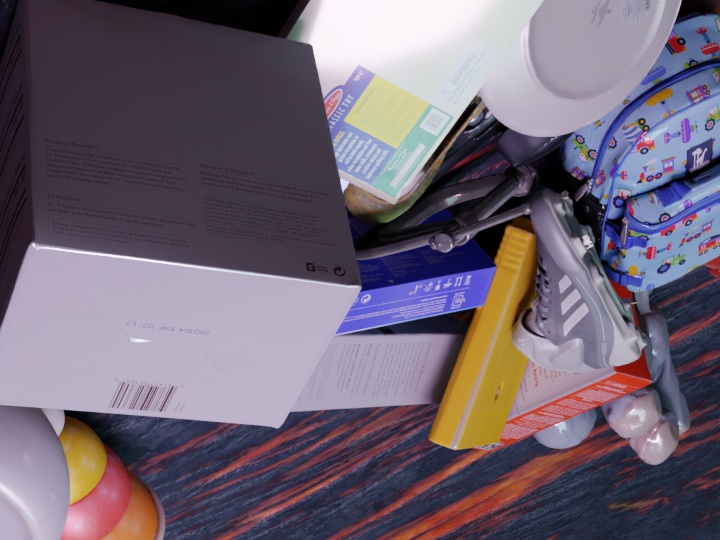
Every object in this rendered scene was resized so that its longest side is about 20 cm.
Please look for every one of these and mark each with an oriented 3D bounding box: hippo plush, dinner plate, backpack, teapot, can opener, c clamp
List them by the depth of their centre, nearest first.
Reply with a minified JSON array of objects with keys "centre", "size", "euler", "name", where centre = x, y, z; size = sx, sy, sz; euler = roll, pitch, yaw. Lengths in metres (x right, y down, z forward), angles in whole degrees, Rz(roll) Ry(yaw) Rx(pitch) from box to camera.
[{"centre":[0.161,-0.184,1.119],"size":[0.199,0.024,0.201],"euler":[-21,128,-29],"name":"dinner plate"},{"centre":[-0.301,0.141,1.186],"size":[0.199,0.147,0.198],"euler":[-22,125,23],"name":"teapot"},{"centre":[0.079,-0.044,1.210],"size":[0.170,0.027,0.200],"euler":[-17,-169,25],"name":"c clamp"},{"centre":[0.074,-0.099,1.216],"size":[0.199,0.079,0.063],"euler":[-30,160,21],"name":"can opener"},{"centre":[0.252,-0.103,1.294],"size":[0.182,0.135,0.200],"euler":[-23,148,-13],"name":"backpack"},{"centre":[0.220,0.098,1.566],"size":[0.160,0.201,0.159],"euler":[-12,174,26],"name":"hippo plush"}]

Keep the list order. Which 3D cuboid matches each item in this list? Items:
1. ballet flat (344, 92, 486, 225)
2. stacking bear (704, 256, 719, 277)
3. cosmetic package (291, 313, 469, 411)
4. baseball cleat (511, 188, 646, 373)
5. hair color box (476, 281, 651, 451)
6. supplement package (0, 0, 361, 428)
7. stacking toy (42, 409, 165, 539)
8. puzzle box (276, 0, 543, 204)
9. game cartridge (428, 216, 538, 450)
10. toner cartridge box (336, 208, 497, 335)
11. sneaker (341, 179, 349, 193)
[{"centre":[0.041,-0.106,1.161],"size":[0.070,0.071,0.200],"euler":[6,132,-46],"name":"ballet flat"},{"centre":[0.361,-0.071,1.471],"size":[0.113,0.122,0.200],"euler":[-18,157,-24],"name":"stacking bear"},{"centre":[-0.006,0.064,1.342],"size":[0.199,0.102,0.074],"euler":[-1,114,-43],"name":"cosmetic package"},{"centre":[0.159,0.022,1.289],"size":[0.106,0.070,0.200],"euler":[-22,128,18],"name":"baseball cleat"},{"centre":[0.168,0.089,1.491],"size":[0.061,0.102,0.200],"euler":[16,147,-43],"name":"hair color box"},{"centre":[-0.125,-0.034,0.954],"size":[0.190,0.201,0.147],"euler":[8,138,-23],"name":"supplement package"},{"centre":[-0.252,0.167,1.317],"size":[0.145,0.146,0.201],"euler":[-22,131,-12],"name":"stacking toy"},{"centre":[0.019,-0.148,1.044],"size":[0.133,0.025,0.200],"euler":[26,119,-21],"name":"puzzle box"},{"centre":[0.123,0.055,1.383],"size":[0.176,0.032,0.201],"euler":[15,94,-73],"name":"game cartridge"},{"centre":[0.000,0.000,1.263],"size":[0.199,0.095,0.043],"euler":[-9,131,-30],"name":"toner cartridge box"},{"centre":[-0.037,-0.088,1.142],"size":[0.078,0.066,0.200],"euler":[20,129,-32],"name":"sneaker"}]
